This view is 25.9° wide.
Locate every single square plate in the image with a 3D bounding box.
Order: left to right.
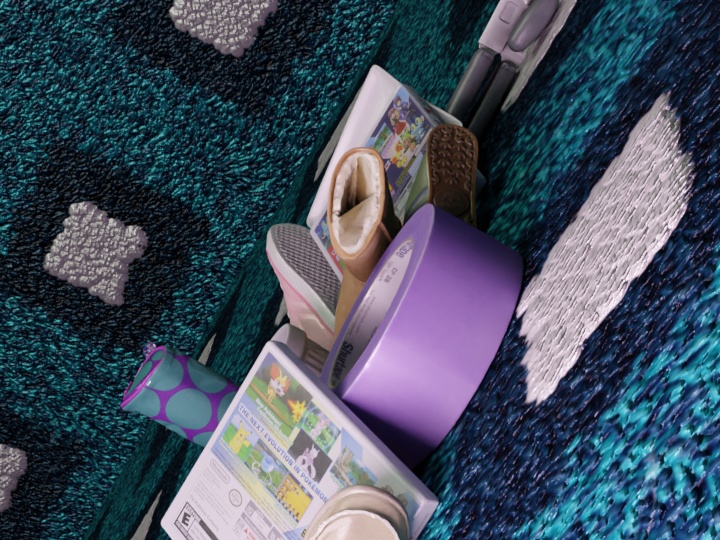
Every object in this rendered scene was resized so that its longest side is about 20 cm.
[{"bbox_3d":[0.028,-0.098,1.675,0.200,0.028,0.198,42,113,52],"label":"square plate"}]

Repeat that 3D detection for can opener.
[{"bbox_3d":[0.138,-0.211,1.648,0.200,0.053,0.066,-61,8,3],"label":"can opener"}]

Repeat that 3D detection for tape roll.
[{"bbox_3d":[0.043,0.053,1.250,0.200,0.085,0.200,-58,9,14],"label":"tape roll"}]

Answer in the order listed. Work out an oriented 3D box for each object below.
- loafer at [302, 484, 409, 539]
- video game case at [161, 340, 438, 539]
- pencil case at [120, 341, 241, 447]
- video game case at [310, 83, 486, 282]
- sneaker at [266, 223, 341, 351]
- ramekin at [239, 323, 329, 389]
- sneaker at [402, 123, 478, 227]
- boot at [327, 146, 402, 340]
[{"bbox_3d":[-0.020,0.241,1.074,0.068,0.076,0.200,-91,21,-71],"label":"loafer"},{"bbox_3d":[-0.052,0.182,1.174,0.200,0.022,0.182,43,109,37],"label":"video game case"},{"bbox_3d":[-0.166,0.161,1.748,0.092,0.200,0.085,-35,29,49],"label":"pencil case"},{"bbox_3d":[0.034,-0.064,1.610,0.200,0.023,0.182,-58,40,23],"label":"video game case"},{"bbox_3d":[-0.057,0.042,1.691,0.200,0.075,0.105,54,133,38],"label":"sneaker"},{"bbox_3d":[-0.072,0.162,1.509,0.200,0.105,0.200,-59,8,14],"label":"ramekin"},{"bbox_3d":[0.071,-0.031,1.447,0.090,0.067,0.200,101,180,-58],"label":"sneaker"},{"bbox_3d":[0.000,0.000,1.405,0.200,0.066,0.175,67,-156,-77],"label":"boot"}]
